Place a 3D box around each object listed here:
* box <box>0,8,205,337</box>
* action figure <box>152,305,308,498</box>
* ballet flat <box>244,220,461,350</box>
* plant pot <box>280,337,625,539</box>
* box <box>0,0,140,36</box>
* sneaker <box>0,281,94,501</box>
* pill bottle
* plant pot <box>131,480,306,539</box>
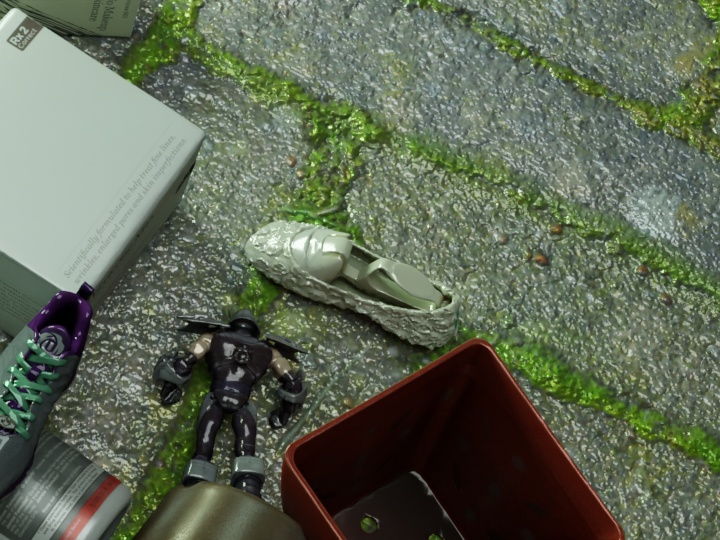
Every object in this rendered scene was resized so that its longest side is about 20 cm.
[{"bbox_3d":[-0.268,-0.070,1.663,0.200,0.131,0.199,33,61,2],"label":"box"},{"bbox_3d":[-0.110,0.114,1.658,0.130,0.069,0.200,9,58,-4],"label":"action figure"},{"bbox_3d":[0.000,0.000,1.745,0.200,0.072,0.072,24,60,-3],"label":"ballet flat"},{"bbox_3d":[0.051,0.208,1.592,0.200,0.176,0.200,-28,75,-27],"label":"plant pot"},{"bbox_3d":[-0.296,-0.256,1.777,0.200,0.082,0.069,0,64,-15],"label":"box"},{"bbox_3d":[-0.255,0.086,1.490,0.074,0.088,0.200,28,38,-6],"label":"sneaker"},{"bbox_3d":[-0.287,0.161,1.551,0.200,0.116,0.116,35,60,2],"label":"pill bottle"},{"bbox_3d":[-0.129,0.277,1.505,0.200,0.200,0.198,31,53,0],"label":"plant pot"}]
